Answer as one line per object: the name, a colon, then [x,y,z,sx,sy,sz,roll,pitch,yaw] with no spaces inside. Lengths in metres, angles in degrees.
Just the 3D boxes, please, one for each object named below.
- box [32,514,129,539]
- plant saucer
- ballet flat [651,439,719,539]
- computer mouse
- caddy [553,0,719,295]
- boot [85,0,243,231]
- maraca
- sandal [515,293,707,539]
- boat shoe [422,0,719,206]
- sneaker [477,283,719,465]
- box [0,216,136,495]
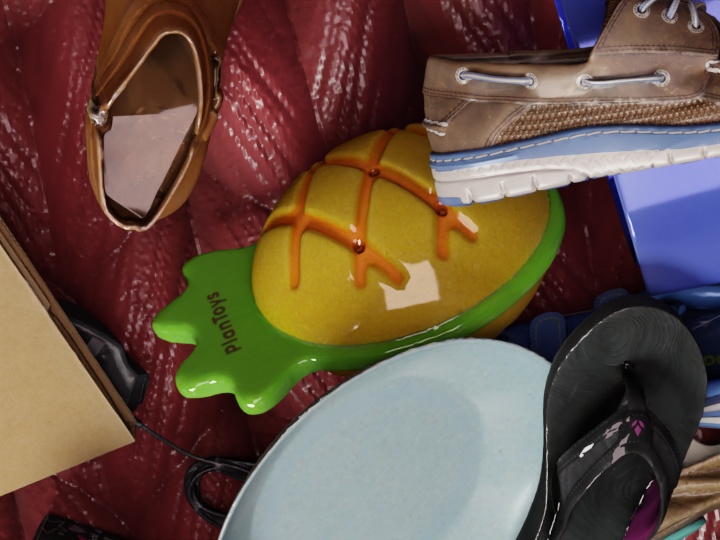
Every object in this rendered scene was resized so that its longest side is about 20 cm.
box: [-0.139,0.240,1.117,0.114,0.132,0.201,19,100,-4]
plant saucer: [0.011,0.107,1.057,0.200,0.039,0.202,-19,130,-24]
ballet flat: [0.164,0.097,1.143,0.199,0.068,0.073,-25,81,2]
computer mouse: [-0.104,0.071,1.141,0.200,0.034,0.059,36,111,-15]
caddy: [0.156,-0.085,1.064,0.104,0.141,0.201,-17,102,6]
boot: [-0.085,-0.117,1.039,0.073,0.155,0.201,4,101,-3]
maraca: [0.000,0.000,1.079,0.199,0.137,0.107,-24,127,-3]
sandal: [0.114,0.104,1.054,0.075,0.048,0.201,3,121,-15]
boat shoe: [0.120,-0.081,0.960,0.199,0.072,0.073,-13,100,8]
sneaker: [0.122,0.044,1.102,0.199,0.082,0.074,-12,69,6]
box: [-0.229,0.058,1.089,0.199,0.021,0.164,-22,127,10]
